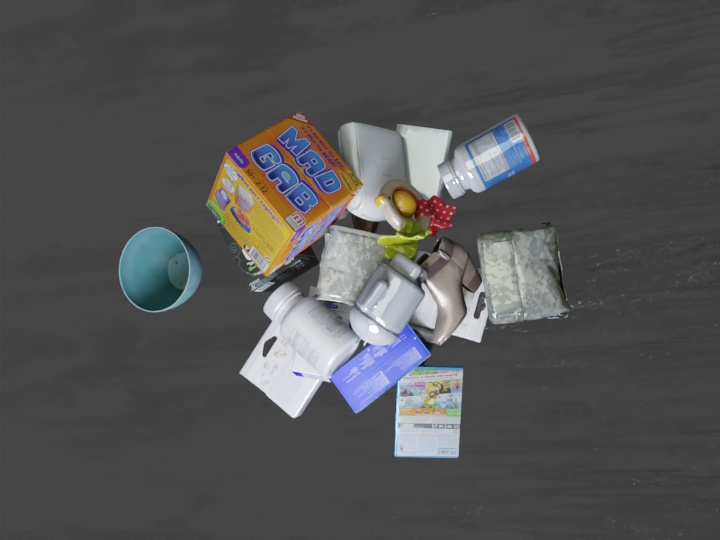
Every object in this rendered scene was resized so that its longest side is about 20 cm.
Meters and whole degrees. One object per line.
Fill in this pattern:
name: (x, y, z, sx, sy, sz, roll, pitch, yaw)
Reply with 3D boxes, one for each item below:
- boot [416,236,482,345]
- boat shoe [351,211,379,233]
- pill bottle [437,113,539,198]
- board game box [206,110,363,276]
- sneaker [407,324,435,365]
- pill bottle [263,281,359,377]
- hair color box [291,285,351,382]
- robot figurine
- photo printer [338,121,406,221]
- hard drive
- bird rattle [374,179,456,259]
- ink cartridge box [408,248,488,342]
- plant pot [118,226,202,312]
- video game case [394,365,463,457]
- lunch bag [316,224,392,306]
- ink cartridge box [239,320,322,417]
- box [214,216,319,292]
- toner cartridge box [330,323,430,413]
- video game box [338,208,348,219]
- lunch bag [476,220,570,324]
boot: (0.168, 0.035, 1.347, 0.146, 0.070, 0.201, 39, 73, -21)
boat shoe: (0.003, -0.181, 1.463, 0.075, 0.074, 0.202, -3, 87, 21)
pill bottle: (0.268, -0.236, 1.362, 0.199, 0.112, 0.113, -27, 80, 16)
board game box: (-0.157, -0.153, 1.293, 0.200, 0.200, 0.200, 49, 146, 3)
sneaker: (0.066, 0.167, 1.431, 0.198, 0.075, 0.115, 15, 90, 15)
pill bottle: (-0.108, 0.122, 1.364, 0.200, 0.114, 0.115, 41, 100, 16)
hair color box: (-0.080, 0.145, 1.447, 0.108, 0.065, 0.202, 9, 73, 7)
robot figurine: (0.053, 0.066, 1.288, 0.113, 0.169, 0.201, 34, 90, 30)
photo printer: (0.030, -0.208, 1.386, 0.069, 0.165, 0.202, -10, 83, 42)
hard drive: (0.128, -0.223, 1.451, 0.131, 0.026, 0.202, 11, 92, 18)
bird rattle: (0.110, -0.123, 1.338, 0.163, 0.200, 0.112, 50, 141, -7)
ink cartridge box: (0.189, 0.054, 1.423, 0.198, 0.050, 0.163, 16, 93, -1)
plant pot: (-0.471, 0.000, 1.579, 0.198, 0.135, 0.203, -1, 88, 17)
video game case: (0.148, 0.308, 1.395, 0.141, 0.018, 0.202, 2, 96, -2)
lunch bag: (0.000, 0.000, 1.386, 0.198, 0.117, 0.166, 13, 84, -25)
ink cartridge box: (-0.164, 0.215, 1.520, 0.176, 0.045, 0.201, 36, 98, 15)
box: (-0.219, -0.069, 1.506, 0.148, 0.124, 0.201, -31, 79, 13)
toner cartridge box: (0.043, 0.203, 1.357, 0.199, 0.043, 0.095, -37, 76, -3)
video game box: (-0.143, -0.191, 1.466, 0.201, 0.181, 0.047, 62, 144, 10)
lunch bag: (0.335, 0.008, 1.318, 0.166, 0.139, 0.202, -9, 88, 11)
